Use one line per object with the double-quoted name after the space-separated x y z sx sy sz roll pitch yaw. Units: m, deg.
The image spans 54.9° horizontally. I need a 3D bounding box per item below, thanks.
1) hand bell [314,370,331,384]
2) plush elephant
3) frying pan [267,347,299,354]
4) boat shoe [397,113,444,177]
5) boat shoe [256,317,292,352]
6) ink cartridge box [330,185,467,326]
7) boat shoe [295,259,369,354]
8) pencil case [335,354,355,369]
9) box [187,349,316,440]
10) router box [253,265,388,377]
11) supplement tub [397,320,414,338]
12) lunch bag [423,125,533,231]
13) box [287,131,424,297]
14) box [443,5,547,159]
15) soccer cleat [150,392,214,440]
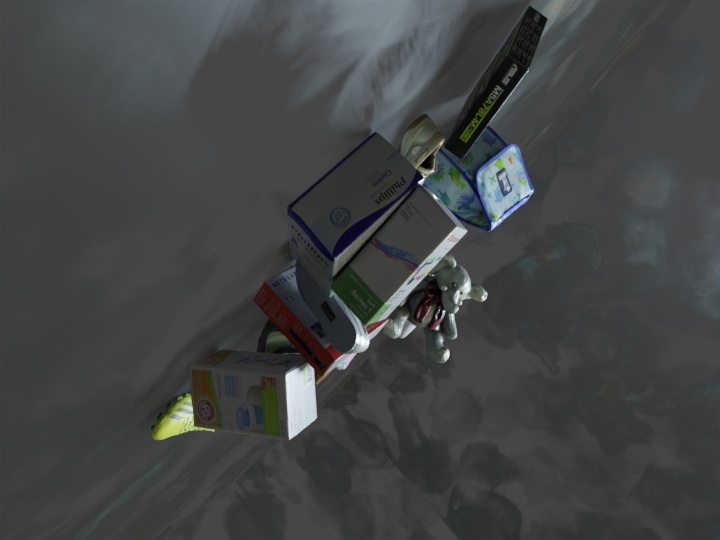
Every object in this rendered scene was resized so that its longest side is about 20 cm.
-0.038 0.131 1.355 0.203 0.103 0.104 -56 172 -7 "hand bell"
0.155 0.053 1.342 0.154 0.163 0.203 -35 -152 46 "plush elephant"
-0.172 0.182 1.372 0.184 0.032 0.116 0 150 -3 "frying pan"
0.097 -0.186 1.200 0.072 0.065 0.201 -40 169 -23 "boat shoe"
-0.176 0.152 1.417 0.070 0.062 0.202 7 148 -17 "boat shoe"
0.063 -0.021 1.055 0.200 0.084 0.145 -47 170 11 "ink cartridge box"
-0.044 0.051 1.166 0.071 0.202 0.069 -41 153 18 "boat shoe"
-0.001 0.122 1.492 0.199 0.088 0.088 -43 170 -6 "pencil case"
-0.183 0.206 1.178 0.101 0.195 0.116 -22 111 -64 "box"
-0.065 0.070 1.224 0.049 0.180 0.199 -50 169 33 "router box"
0.075 0.038 1.607 0.145 0.200 0.146 -42 170 -9 "supplement tub"
0.231 -0.186 1.365 0.169 0.201 0.128 -35 168 -36 "lunch bag"
-0.013 -0.080 1.059 0.183 0.105 0.201 -42 170 -16 "box"
0.222 -0.308 1.137 0.194 0.047 0.202 -52 -173 44 "box"
-0.311 0.274 1.299 0.065 0.084 0.199 -48 170 24 "soccer cleat"
